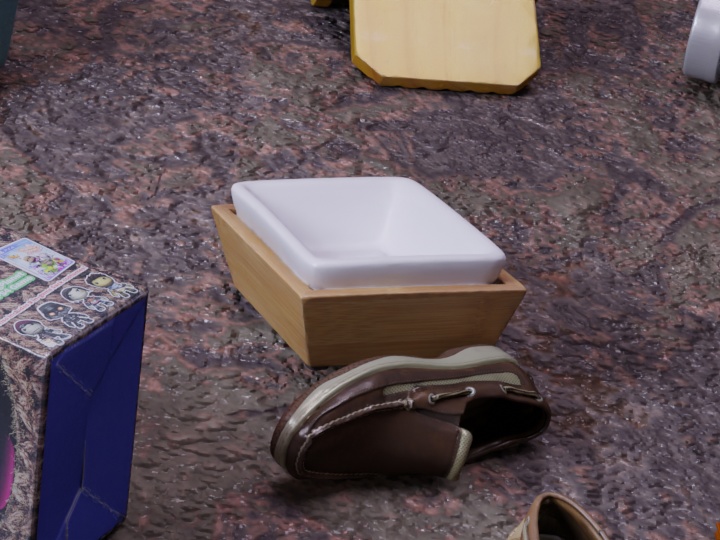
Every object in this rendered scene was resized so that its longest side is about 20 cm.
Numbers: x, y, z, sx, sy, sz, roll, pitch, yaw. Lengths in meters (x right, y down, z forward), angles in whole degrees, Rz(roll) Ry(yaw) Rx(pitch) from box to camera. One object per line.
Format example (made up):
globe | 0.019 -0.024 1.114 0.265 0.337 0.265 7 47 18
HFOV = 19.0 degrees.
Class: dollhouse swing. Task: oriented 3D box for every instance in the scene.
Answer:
dollhouse swing | 0.062 -0.228 1.964 0.199 0.177 0.182 3 -12 -12

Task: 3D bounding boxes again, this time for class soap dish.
soap dish | 0.000 0.000 1.453 0.156 0.082 0.200 -2 19 -21

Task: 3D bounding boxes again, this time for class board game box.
board game box | -0.233 0.061 1.220 0.199 0.160 0.097 21 31 23

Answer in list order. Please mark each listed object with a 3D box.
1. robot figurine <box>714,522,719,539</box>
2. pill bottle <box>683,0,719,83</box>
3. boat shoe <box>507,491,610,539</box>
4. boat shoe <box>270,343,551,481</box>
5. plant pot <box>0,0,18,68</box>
robot figurine | 0.310 0.192 1.251 0.199 0.059 0.145 6 30 -6
pill bottle | 0.397 -0.194 1.923 0.199 0.110 0.110 16 29 12
boat shoe | 0.130 0.196 1.174 0.075 0.074 0.200 -5 31 -24
boat shoe | 0.040 0.095 1.334 0.202 0.075 0.075 -16 43 -38
plant pot | -0.377 -0.236 1.696 0.199 0.197 0.196 -2 29 -36
